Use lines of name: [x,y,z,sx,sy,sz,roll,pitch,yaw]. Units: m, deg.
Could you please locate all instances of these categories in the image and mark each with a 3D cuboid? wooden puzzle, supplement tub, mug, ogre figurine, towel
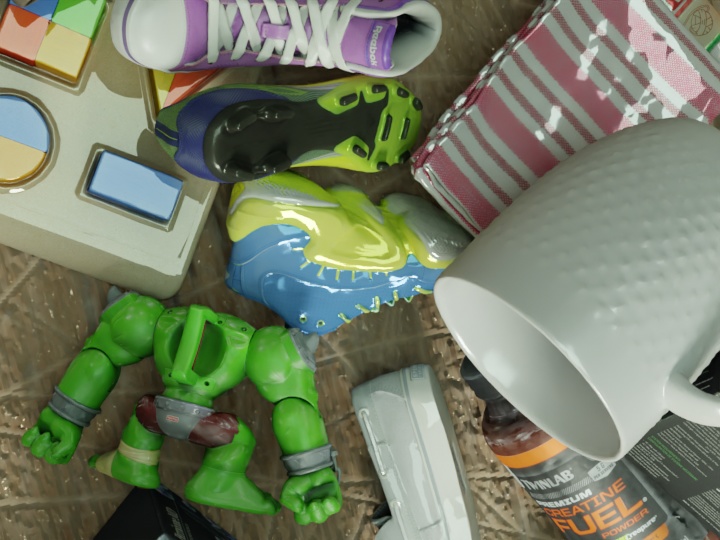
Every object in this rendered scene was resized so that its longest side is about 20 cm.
wooden puzzle: [-0.168,-0.101,0.800,0.185,0.046,0.201,21,90,-14]
supplement tub: [0.155,0.120,0.866,0.107,0.107,0.200,-43,102,-6]
mug: [0.172,0.011,0.733,0.175,0.200,0.148,-43,142,-14]
ogre figurine: [-0.102,0.082,0.801,0.199,0.098,0.120,12,88,27]
towel: [0.143,-0.093,0.822,0.146,0.030,0.200,41,85,-15]

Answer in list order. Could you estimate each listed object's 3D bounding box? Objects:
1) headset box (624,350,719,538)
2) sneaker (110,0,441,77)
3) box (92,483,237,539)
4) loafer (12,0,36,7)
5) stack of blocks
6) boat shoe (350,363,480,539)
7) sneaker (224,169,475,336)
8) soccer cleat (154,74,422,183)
headset box: [0.271,0.076,0.849,0.174,0.093,0.200,41,44,-16]
sneaker: [-0.040,-0.149,0.755,0.200,0.114,0.073,-15,121,-34]
box: [-0.085,0.241,0.798,0.200,0.148,0.107,39,85,-14]
loafer: [-0.128,-0.203,0.777,0.199,0.072,0.063,-15,88,-23]
stack of blocks: [0.177,-0.097,0.875,0.115,0.059,0.200,42,85,-13]
boat shoe: [0.040,0.165,0.866,0.068,0.072,0.201,-13,105,10]
sneaker: [0.000,0.000,0.846,0.199,0.076,0.105,16,109,-15]
soccer cleat: [-0.040,-0.095,0.800,0.200,0.084,0.065,-13,116,-46]
